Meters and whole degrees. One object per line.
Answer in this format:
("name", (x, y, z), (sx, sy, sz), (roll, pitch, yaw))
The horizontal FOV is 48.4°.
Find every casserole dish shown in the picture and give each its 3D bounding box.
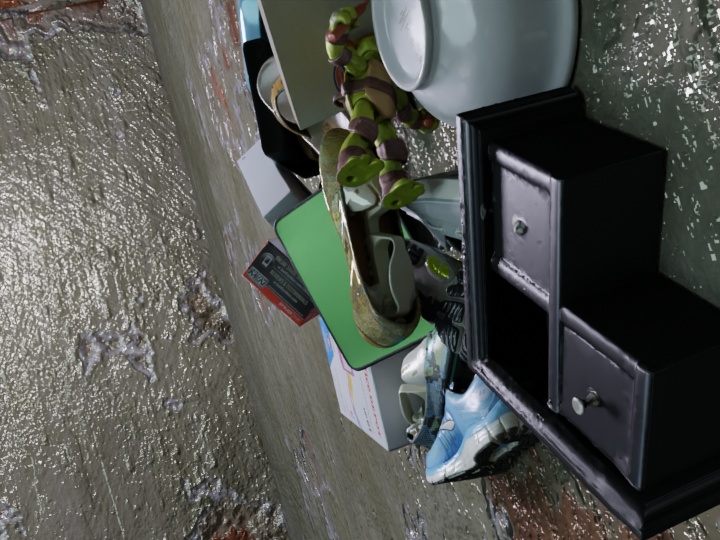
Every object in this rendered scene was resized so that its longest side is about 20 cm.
("casserole dish", (-0.131, -0.324, 1.089), (0.122, 0.038, 0.202), (-74, -11, -45))

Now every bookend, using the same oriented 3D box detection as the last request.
("bookend", (0.149, 0.015, 0.499), (0.200, 0.091, 0.202), (-134, 32, -56))

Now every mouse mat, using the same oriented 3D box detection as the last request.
("mouse mat", (0.000, 0.000, 0.886), (0.160, 0.008, 0.202), (-29, 90, 33))

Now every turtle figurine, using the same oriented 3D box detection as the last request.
("turtle figurine", (0.006, -0.143, 0.663), (0.200, 0.064, 0.164), (37, -135, -50))

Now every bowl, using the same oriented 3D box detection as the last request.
("bowl", (0.066, -0.190, 0.590), (0.201, 0.089, 0.205), (164, 90, -74))

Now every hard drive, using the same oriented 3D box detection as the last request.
("hard drive", (-0.099, -0.205, 1.050), (0.200, 0.032, 0.142), (12, -113, -81))

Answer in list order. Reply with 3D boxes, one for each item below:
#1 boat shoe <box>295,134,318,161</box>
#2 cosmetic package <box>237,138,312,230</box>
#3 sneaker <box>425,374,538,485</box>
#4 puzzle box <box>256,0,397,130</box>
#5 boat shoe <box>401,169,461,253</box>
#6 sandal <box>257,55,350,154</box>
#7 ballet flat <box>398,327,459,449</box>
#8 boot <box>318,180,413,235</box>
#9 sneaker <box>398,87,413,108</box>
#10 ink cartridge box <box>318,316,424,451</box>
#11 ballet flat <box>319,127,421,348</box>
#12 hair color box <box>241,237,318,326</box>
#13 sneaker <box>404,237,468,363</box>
("boat shoe", (-0.043, -0.205, 0.953), (0.202, 0.072, 0.063), (90, 159, -45))
("cosmetic package", (-0.081, -0.075, 1.046), (0.151, 0.052, 0.200), (43, -173, -32))
("sneaker", (0.115, 0.155, 0.804), (0.201, 0.077, 0.091), (119, 143, -55))
("puzzle box", (-0.017, -0.217, 0.685), (0.201, 0.131, 0.026), (76, 168, -60))
("boat shoe", (0.082, -0.049, 0.698), (0.200, 0.069, 0.073), (-166, 63, -69))
("sandal", (-0.063, -0.178, 0.875), (0.201, 0.053, 0.081), (51, 125, 35))
("ballet flat", (0.074, 0.125, 0.866), (0.074, 0.073, 0.202), (-125, 26, -47))
("boot", (-0.004, -0.054, 0.987), (0.190, 0.068, 0.200), (57, 167, 8))
("sneaker", (-0.001, -0.239, 0.821), (0.104, 0.059, 0.203), (-155, 46, -71))
("ink cartridge box", (0.023, 0.126, 1.025), (0.200, 0.083, 0.147), (-170, 66, -70))
("ballet flat", (0.013, -0.035, 0.698), (0.071, 0.069, 0.204), (148, 112, -73))
("hair color box", (-0.078, 0.007, 1.081), (0.101, 0.061, 0.200), (41, -171, 5))
("sneaker", (0.099, 0.025, 0.719), (0.199, 0.079, 0.078), (38, 112, 38))
